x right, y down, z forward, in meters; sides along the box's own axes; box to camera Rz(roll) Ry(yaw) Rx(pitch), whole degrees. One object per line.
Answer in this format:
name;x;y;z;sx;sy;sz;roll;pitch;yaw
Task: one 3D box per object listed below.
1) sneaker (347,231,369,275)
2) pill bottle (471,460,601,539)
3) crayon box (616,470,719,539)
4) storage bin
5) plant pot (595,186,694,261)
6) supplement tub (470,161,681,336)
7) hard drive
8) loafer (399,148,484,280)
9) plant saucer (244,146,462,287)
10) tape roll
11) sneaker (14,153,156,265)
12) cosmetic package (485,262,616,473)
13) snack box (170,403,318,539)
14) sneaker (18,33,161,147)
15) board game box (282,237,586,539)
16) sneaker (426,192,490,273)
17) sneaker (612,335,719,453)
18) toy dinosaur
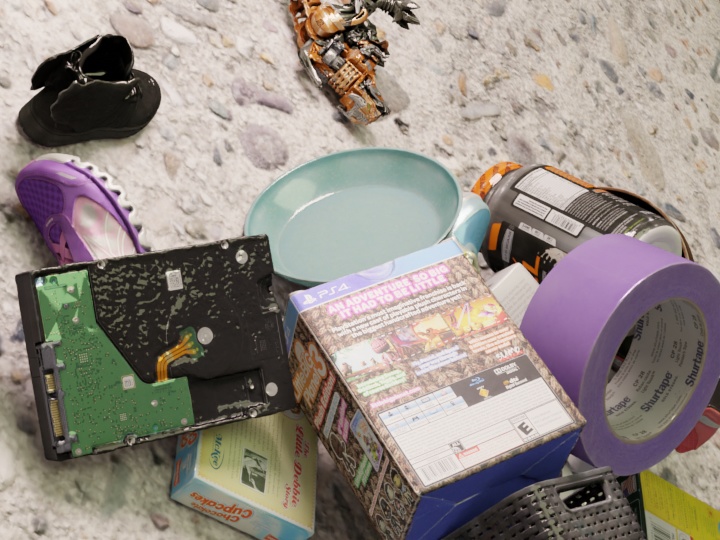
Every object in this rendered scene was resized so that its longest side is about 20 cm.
sneaker;0.000;0.000;1.467;0.077;0.079;0.200;24;41;16
pill bottle;0.114;0.185;1.384;0.199;0.111;0.111;29;40;-28
crayon box;0.334;0.294;1.586;0.199;0.051;0.127;31;40;-26
storage bin;0.120;0.246;1.258;0.135;0.200;0.094;-3;60;-49
plant pot;0.282;0.009;1.699;0.188;0.187;0.200;60;20;13
supplement tub;0.202;-0.027;1.546;0.200;0.123;0.122;29;19;39
hard drive;-0.150;0.055;1.184;0.199;0.038;0.141;-11;91;-34
loafer;0.070;-0.031;1.563;0.200;0.072;0.073;46;34;-8
plant saucer;-0.004;-0.041;1.431;0.201;0.199;0.036;-76;159;-49
tape roll;0.232;0.074;1.412;0.199;0.201;0.085;10;12;-43
sneaker;-0.204;0.001;1.229;0.200;0.080;0.088;52;43;-1
cosmetic package;0.173;0.103;1.523;0.101;0.071;0.200;-42;93;-19
snack box;-0.088;0.116;1.284;0.116;0.037;0.201;29;40;-26
sneaker;-0.212;-0.156;1.331;0.060;0.104;0.200;55;35;6
board game box;0.050;0.097;1.254;0.159;0.097;0.200;-18;58;-26
sneaker;0.101;0.029;1.434;0.201;0.130;0.080;-63;146;-15
sneaker;0.267;0.111;1.563;0.200;0.087;0.074;35;32;4
toy dinosaur;-0.018;-0.250;1.652;0.135;0.102;0.201;-23;98;-37
